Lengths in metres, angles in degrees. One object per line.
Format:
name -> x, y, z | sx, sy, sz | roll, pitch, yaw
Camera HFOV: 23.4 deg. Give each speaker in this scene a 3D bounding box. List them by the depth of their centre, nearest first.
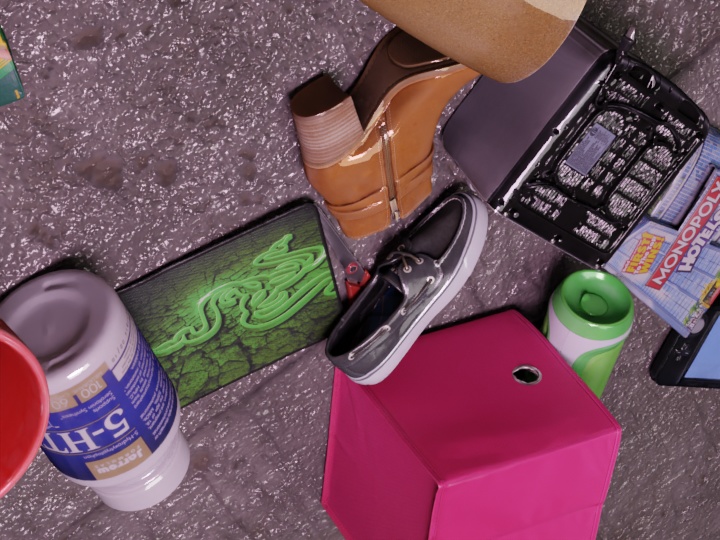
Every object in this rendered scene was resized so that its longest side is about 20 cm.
speaker -> 0.208, 0.091, 1.713 | 0.088, 0.089, 0.201 | -17, 144, -25

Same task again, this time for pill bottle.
pill bottle -> -0.214, 0.105, 1.411 | 0.119, 0.120, 0.200 | -34, 137, -8

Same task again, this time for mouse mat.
mouse mat -> -0.112, 0.037, 1.507 | 0.199, 0.008, 0.161 | -27, 135, -13

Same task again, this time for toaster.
toaster -> 0.194, -0.123, 1.526 | 0.180, 0.119, 0.200 | 24, 108, -46

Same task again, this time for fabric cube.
fabric cube -> 0.099, 0.185, 1.651 | 0.198, 0.196, 0.201 | -13, 131, -25

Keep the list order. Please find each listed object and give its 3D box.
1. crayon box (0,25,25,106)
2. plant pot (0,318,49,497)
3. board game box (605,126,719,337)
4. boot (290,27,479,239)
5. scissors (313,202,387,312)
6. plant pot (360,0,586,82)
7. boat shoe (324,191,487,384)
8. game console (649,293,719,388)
crayon box -> -0.297, -0.165, 1.115 | 0.118, 0.058, 0.200 | -20, 156, -7
plant pot -> -0.345, 0.067, 1.241 | 0.200, 0.177, 0.201 | -20, 133, -23
board game box -> 0.304, -0.046, 1.712 | 0.199, 0.062, 0.200 | 15, 113, -43
boot -> 0.044, -0.120, 1.457 | 0.199, 0.074, 0.155 | -24, 135, -2
scissors -> 0.000, 0.000, 1.564 | 0.073, 0.014, 0.201 | -25, 134, -15
plant pot -> 0.050, -0.258, 1.290 | 0.199, 0.187, 0.187 | 16, 114, -26
boat shoe -> 0.041, 0.012, 1.549 | 0.057, 0.069, 0.200 | 31, 94, -47
game console -> 0.443, 0.082, 1.878 | 0.199, 0.116, 0.176 | 6, 119, -39
